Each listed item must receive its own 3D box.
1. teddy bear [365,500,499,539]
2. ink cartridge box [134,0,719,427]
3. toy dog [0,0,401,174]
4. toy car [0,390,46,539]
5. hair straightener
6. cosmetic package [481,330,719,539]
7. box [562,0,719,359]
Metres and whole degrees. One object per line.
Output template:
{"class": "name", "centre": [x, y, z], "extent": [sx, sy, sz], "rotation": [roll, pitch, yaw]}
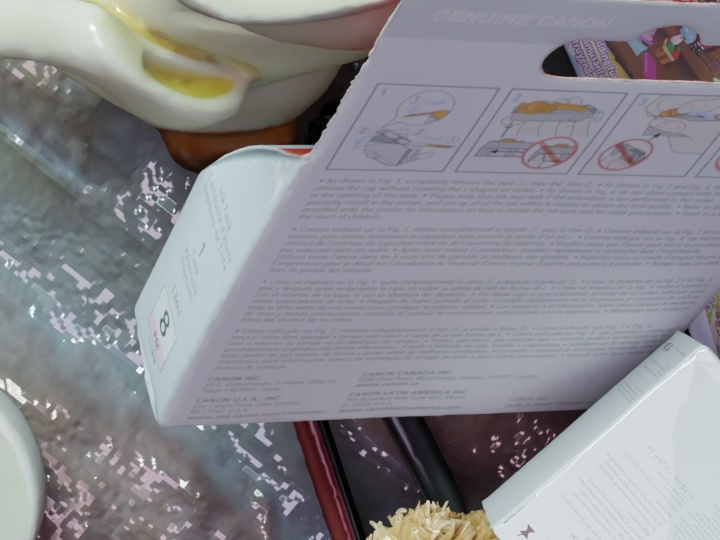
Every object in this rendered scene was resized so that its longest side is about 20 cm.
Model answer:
{"class": "teddy bear", "centre": [0.005, 0.164, 0.775], "extent": [0.200, 0.067, 0.145], "rotation": [-35, 101, 21]}
{"class": "ink cartridge box", "centre": [0.042, -0.026, 0.673], "extent": [0.162, 0.200, 0.057], "rotation": [-1, 53, -25]}
{"class": "toy dog", "centre": [-0.027, -0.107, 0.681], "extent": [0.193, 0.200, 0.140], "rotation": [-8, 79, -28]}
{"class": "toy car", "centre": [-0.206, 0.061, 0.745], "extent": [0.150, 0.175, 0.201], "rotation": [-30, 95, 22]}
{"class": "hair straightener", "centre": [0.000, 0.000, 0.793], "extent": [0.077, 0.041, 0.201], "rotation": [-19, 90, 2]}
{"class": "cosmetic package", "centre": [0.131, 0.120, 0.716], "extent": [0.082, 0.051, 0.200], "rotation": [-40, 95, 0]}
{"class": "box", "centre": [0.150, -0.045, 0.773], "extent": [0.136, 0.039, 0.201], "rotation": [-23, 94, 6]}
